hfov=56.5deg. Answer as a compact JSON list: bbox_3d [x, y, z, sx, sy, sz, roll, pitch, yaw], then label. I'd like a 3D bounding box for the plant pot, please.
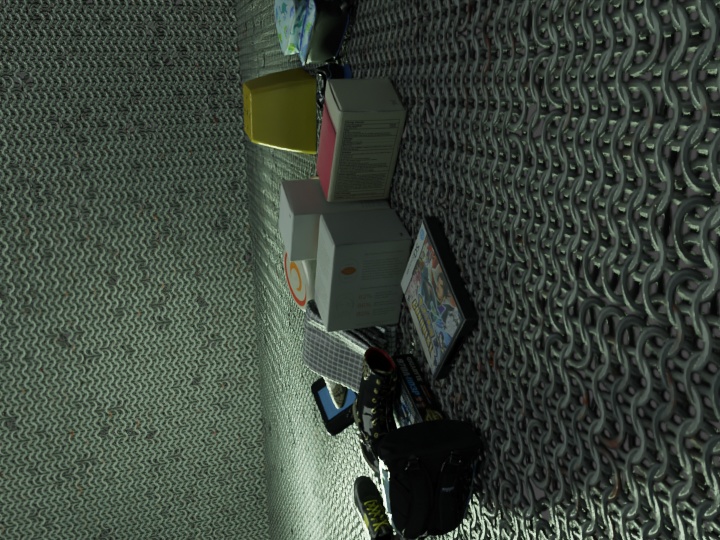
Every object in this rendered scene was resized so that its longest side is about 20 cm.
[{"bbox_3d":[-0.229,-0.441,1.852,0.200,0.174,0.203,-125,34,-60],"label":"plant pot"}]

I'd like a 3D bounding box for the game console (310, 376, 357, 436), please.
[{"bbox_3d":[-0.052,0.258,1.598,0.119,0.170,0.200,56,180,-31],"label":"game console"}]

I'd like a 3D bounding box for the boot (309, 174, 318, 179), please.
[{"bbox_3d":[-0.068,-0.180,1.587,0.200,0.074,0.109,-178,78,-72],"label":"boot"}]

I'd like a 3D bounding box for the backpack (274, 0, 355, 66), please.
[{"bbox_3d":[-0.111,-0.575,1.464,0.184,0.145,0.203,115,148,-56],"label":"backpack"}]

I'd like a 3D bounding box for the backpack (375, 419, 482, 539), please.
[{"bbox_3d":[0.104,0.335,1.062,0.154,0.160,0.203,-116,18,-69],"label":"backpack"}]

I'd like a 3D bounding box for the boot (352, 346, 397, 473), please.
[{"bbox_3d":[0.037,0.255,1.209,0.204,0.072,0.156,-116,27,-51],"label":"boot"}]

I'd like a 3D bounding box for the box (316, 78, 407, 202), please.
[{"bbox_3d":[-0.004,-0.240,1.244,0.202,0.126,0.110,102,156,-44],"label":"box"}]

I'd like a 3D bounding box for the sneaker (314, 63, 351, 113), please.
[{"bbox_3d":[-0.057,-0.351,1.471,0.070,0.077,0.204,173,91,-73],"label":"sneaker"}]

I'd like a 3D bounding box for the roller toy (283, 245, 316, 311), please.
[{"bbox_3d":[-0.094,-0.003,1.609,0.184,0.138,0.201,65,155,21],"label":"roller toy"}]

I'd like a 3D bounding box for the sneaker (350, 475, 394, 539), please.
[{"bbox_3d":[0.039,0.556,1.491,0.085,0.073,0.203,-42,64,63],"label":"sneaker"}]

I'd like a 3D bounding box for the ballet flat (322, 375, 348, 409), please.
[{"bbox_3d":[-0.047,0.208,1.517,0.068,0.074,0.203,19,90,69],"label":"ballet flat"}]

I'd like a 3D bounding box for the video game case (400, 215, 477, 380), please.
[{"bbox_3d":[0.121,0.046,1.096,0.182,0.025,0.202,106,153,-51],"label":"video game case"}]

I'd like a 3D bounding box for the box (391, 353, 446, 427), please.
[{"bbox_3d":[0.098,0.277,1.217,0.201,0.045,0.161,-118,27,-52],"label":"box"}]

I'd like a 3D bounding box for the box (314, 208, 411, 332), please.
[{"bbox_3d":[0.000,0.000,1.270,0.107,0.150,0.202,-116,27,-50],"label":"box"}]

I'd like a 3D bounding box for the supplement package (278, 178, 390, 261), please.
[{"bbox_3d":[-0.056,-0.106,1.337,0.118,0.197,0.118,-113,24,-43],"label":"supplement package"}]

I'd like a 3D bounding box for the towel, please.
[{"bbox_3d":[-0.029,0.157,1.373,0.198,0.085,0.168,25,129,23],"label":"towel"}]
